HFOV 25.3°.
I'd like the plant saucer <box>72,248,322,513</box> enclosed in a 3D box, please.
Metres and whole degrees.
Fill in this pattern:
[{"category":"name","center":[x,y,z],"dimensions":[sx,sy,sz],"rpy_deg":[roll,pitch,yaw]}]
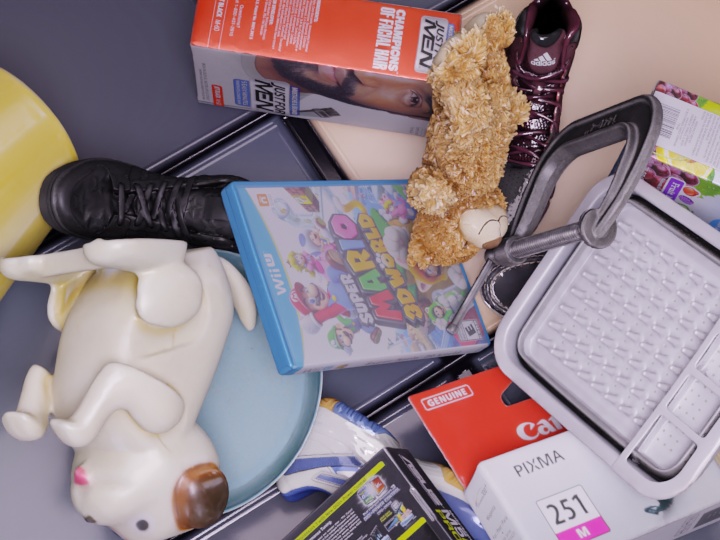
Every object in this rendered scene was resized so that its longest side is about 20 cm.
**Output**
[{"category":"plant saucer","center":[-0.122,0.084,1.177],"dimensions":[0.199,0.027,0.201],"rpy_deg":[-3,74,11]}]

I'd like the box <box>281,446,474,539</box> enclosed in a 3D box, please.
[{"category":"box","center":[-0.001,0.244,1.086],"dimensions":[0.200,0.044,0.160],"rpy_deg":[-44,66,12]}]

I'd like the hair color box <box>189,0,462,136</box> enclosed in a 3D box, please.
[{"category":"hair color box","center":[-0.027,-0.162,1.239],"dimensions":[0.199,0.111,0.064],"rpy_deg":[7,72,0]}]

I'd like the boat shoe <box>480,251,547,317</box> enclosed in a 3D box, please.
[{"category":"boat shoe","center":[0.185,0.020,1.196],"dimensions":[0.199,0.060,0.074],"rpy_deg":[10,98,12]}]

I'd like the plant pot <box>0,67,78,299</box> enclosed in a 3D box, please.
[{"category":"plant pot","center":[-0.310,-0.047,1.153],"dimensions":[0.201,0.201,0.189],"rpy_deg":[39,60,10]}]

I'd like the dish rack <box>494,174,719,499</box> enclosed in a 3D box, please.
[{"category":"dish rack","center":[0.200,0.045,1.106],"dimensions":[0.200,0.043,0.172],"rpy_deg":[41,102,40]}]

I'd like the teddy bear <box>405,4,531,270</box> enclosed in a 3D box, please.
[{"category":"teddy bear","center":[0.081,-0.090,1.151],"dimensions":[0.066,0.145,0.201],"rpy_deg":[14,105,16]}]

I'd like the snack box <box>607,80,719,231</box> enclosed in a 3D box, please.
[{"category":"snack box","center":[0.282,-0.042,1.183],"dimensions":[0.199,0.169,0.068],"rpy_deg":[22,70,5]}]

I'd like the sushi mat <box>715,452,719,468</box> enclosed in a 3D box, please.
[{"category":"sushi mat","center":[0.270,0.107,1.095],"dimensions":[0.012,0.096,0.201],"rpy_deg":[-3,52,-35]}]

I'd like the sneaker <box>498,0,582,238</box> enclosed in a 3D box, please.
[{"category":"sneaker","center":[0.126,-0.131,1.233],"dimensions":[0.075,0.116,0.201],"rpy_deg":[10,71,1]}]

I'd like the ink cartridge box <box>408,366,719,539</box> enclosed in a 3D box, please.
[{"category":"ink cartridge box","center":[0.160,0.121,1.141],"dimensions":[0.199,0.044,0.174],"rpy_deg":[-16,59,-27]}]

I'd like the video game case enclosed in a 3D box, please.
[{"category":"video game case","center":[0.000,0.000,1.177],"dimensions":[0.199,0.018,0.144],"rpy_deg":[-4,68,-42]}]

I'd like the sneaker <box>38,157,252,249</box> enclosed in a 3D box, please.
[{"category":"sneaker","center":[-0.126,-0.047,1.170],"dimensions":[0.104,0.199,0.060],"rpy_deg":[2,87,42]}]

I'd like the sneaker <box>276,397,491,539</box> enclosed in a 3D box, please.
[{"category":"sneaker","center":[0.032,0.175,1.158],"dimensions":[0.199,0.075,0.088],"rpy_deg":[29,80,16]}]

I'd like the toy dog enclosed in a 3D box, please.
[{"category":"toy dog","center":[-0.154,0.085,1.099],"dimensions":[0.139,0.194,0.201],"rpy_deg":[-5,86,35]}]

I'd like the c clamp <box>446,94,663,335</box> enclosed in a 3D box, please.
[{"category":"c clamp","center":[0.144,-0.041,1.135],"dimensions":[0.027,0.200,0.171],"rpy_deg":[31,68,-15]}]
